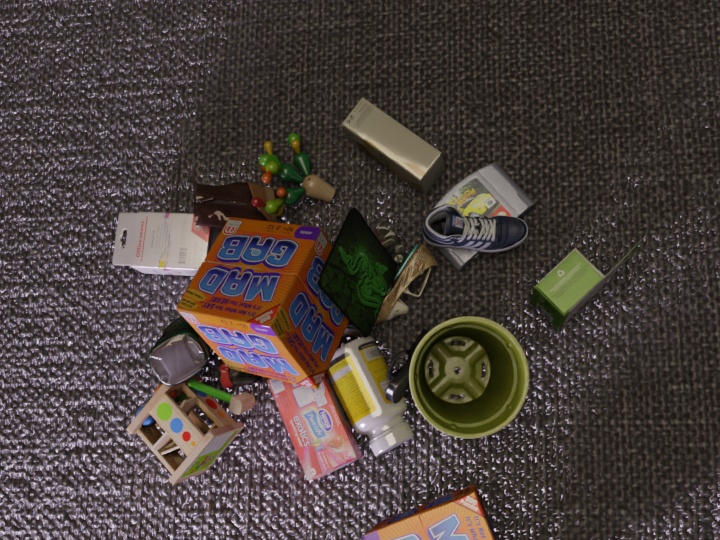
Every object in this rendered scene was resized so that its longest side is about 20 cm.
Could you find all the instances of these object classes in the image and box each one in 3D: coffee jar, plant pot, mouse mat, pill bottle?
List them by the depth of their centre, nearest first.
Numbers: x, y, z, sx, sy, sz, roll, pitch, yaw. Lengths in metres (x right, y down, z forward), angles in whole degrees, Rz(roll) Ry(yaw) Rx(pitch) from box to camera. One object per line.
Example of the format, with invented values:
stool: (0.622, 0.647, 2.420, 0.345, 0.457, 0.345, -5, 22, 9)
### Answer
plant pot: (0.181, 0.180, 1.385, 0.198, 0.184, 0.202, 0, 87, 1)
mouse mat: (-0.001, 0.007, 1.389, 0.007, 0.200, 0.162, 8, 62, 33)
pill bottle: (0.018, 0.232, 1.447, 0.111, 0.111, 0.201, -28, 75, 2)
coffee jar: (-0.331, 0.140, 1.482, 0.104, 0.200, 0.086, -31, 100, 1)

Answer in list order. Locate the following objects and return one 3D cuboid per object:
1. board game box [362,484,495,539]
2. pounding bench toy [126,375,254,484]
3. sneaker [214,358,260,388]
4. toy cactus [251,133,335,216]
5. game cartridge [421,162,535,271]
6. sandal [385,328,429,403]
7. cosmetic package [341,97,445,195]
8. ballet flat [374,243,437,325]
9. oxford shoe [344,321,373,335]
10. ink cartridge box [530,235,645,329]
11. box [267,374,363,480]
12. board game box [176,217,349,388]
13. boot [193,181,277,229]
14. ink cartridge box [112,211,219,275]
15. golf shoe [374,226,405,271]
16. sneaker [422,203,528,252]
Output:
board game box: (0.140, 0.498, 1.323, 0.198, 0.200, 0.201, -22, 76, 4)
pounding bench toy: (-0.308, 0.261, 1.465, 0.156, 0.124, 0.200, 44, 101, 15)
sneaker: (-0.221, 0.130, 1.529, 0.097, 0.071, 0.202, 4, 81, 10)
toy cactus: (-0.133, -0.177, 1.569, 0.164, 0.102, 0.201, 25, 46, -15)
game cartridge: (0.223, -0.111, 1.529, 0.200, 0.041, 0.133, -41, 71, -1)
sandal: (0.080, 0.173, 1.424, 0.043, 0.200, 0.077, 23, 120, 11)
cosmetic package: (0.066, -0.243, 1.548, 0.200, 0.105, 0.071, 38, 87, 16)
ballet flat: (0.078, 0.043, 1.505, 0.065, 0.071, 0.201, 37, 89, 0)
oxford shoe: (-0.061, 0.107, 1.502, 0.198, 0.085, 0.073, 2, 35, 28)
ink cartridge box: (0.406, 0.002, 1.416, 0.200, 0.148, 0.076, -44, 74, -3)
box: (-0.083, 0.275, 1.462, 0.102, 0.095, 0.201, -26, 75, 3)
board game box: (-0.153, 0.054, 1.373, 0.198, 0.200, 0.201, 8, 57, 30)
boot: (-0.245, -0.086, 1.554, 0.165, 0.072, 0.201, -1, 62, -18)
ink cartridge box: (-0.394, -0.054, 1.599, 0.198, 0.068, 0.118, 3, 78, 8)
golf shoe: (0.000, 0.000, 1.530, 0.200, 0.077, 0.088, -40, 37, 12)
sneaker: (0.210, -0.079, 1.449, 0.198, 0.109, 0.071, 0, 78, 10)
